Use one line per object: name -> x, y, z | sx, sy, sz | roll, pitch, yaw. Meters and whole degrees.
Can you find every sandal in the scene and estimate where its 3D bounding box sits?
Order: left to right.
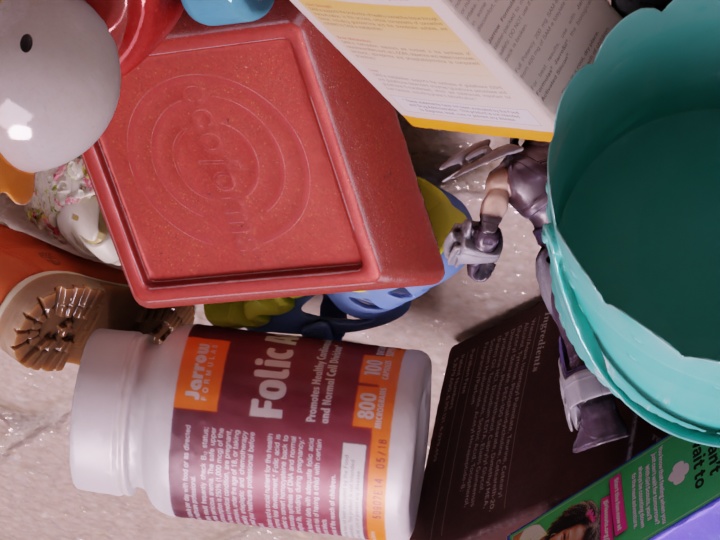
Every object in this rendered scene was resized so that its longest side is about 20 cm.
sandal -> 0.000, 0.000, 1.620 | 0.087, 0.080, 0.200 | 30, 151, -32

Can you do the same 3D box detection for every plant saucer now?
plant saucer -> -0.073, -0.064, 1.514 | 0.199, 0.037, 0.200 | -5, 118, 26

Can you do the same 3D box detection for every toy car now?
toy car -> -0.166, -0.128, 1.372 | 0.184, 0.200, 0.177 | -3, 138, 23

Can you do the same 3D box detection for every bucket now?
bucket -> 0.183, -0.022, 1.315 | 0.206, 0.208, 0.135 | 12, 160, 3

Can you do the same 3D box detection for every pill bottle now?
pill bottle -> -0.063, 0.092, 1.618 | 0.199, 0.115, 0.114 | 6, 145, 5

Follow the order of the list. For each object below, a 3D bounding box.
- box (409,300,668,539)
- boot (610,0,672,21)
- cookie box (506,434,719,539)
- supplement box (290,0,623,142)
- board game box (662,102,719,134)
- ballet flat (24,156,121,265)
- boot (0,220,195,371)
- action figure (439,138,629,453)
box -> 0.159, 0.117, 1.639 | 0.166, 0.165, 0.200 | 33, 142, -25
boot -> 0.225, -0.157, 1.321 | 0.199, 0.066, 0.165 | 18, 142, 6
cookie box -> 0.206, 0.161, 1.484 | 0.200, 0.075, 0.171 | -36, 123, 28
supplement box -> 0.025, -0.152, 1.353 | 0.126, 0.074, 0.200 | 11, 154, 49
board game box -> 0.201, -0.048, 1.435 | 0.157, 0.039, 0.201 | 2, 102, 8
ballet flat -> -0.125, -0.037, 1.616 | 0.199, 0.064, 0.076 | -10, 140, 32
boot -> -0.180, 0.014, 1.693 | 0.107, 0.075, 0.200 | 35, -174, 29
action figure -> 0.114, -0.007, 1.487 | 0.130, 0.201, 0.069 | -19, 175, -1
